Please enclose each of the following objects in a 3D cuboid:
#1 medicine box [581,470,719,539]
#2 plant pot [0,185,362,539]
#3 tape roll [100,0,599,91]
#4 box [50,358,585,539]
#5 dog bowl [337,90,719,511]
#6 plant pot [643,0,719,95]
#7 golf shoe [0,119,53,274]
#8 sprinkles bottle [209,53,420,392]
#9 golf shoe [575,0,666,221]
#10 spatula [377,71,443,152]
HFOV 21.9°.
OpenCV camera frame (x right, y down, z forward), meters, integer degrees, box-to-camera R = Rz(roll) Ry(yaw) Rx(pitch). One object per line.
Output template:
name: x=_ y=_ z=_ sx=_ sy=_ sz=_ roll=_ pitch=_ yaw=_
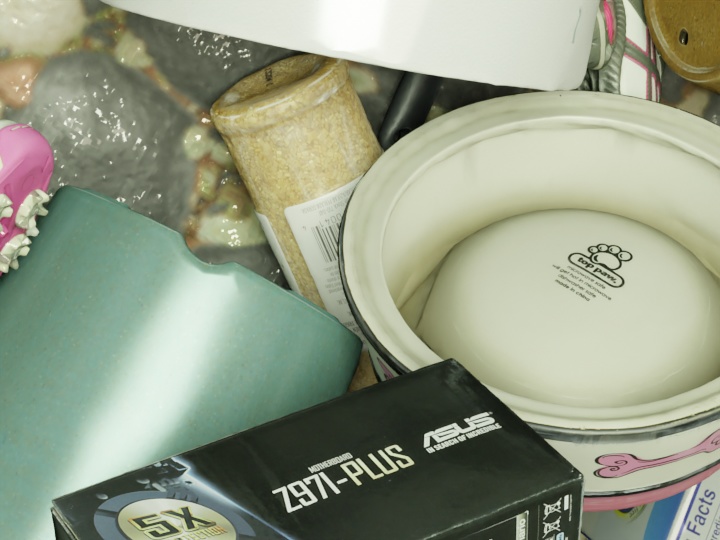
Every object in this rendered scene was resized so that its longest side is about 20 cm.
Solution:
medicine box: x=0.234 y=0.082 z=0.948 sx=0.200 sy=0.103 sz=0.182 roll=17 pitch=97 yaw=-23
plant pot: x=-0.106 y=0.083 z=0.785 sx=0.200 sy=0.200 sz=0.196 roll=31 pitch=84 yaw=-24
tape roll: x=-0.003 y=-0.126 z=0.757 sx=0.202 sy=0.202 sz=0.071 roll=7 pitch=100 yaw=-22
box: x=-0.012 y=0.155 z=0.672 sx=0.164 sy=0.086 sz=0.200 roll=-19 pitch=126 yaw=-24
dog bowl: x=0.090 y=0.015 z=0.779 sx=0.200 sy=0.200 sz=0.074 roll=-17 pitch=137 yaw=-15
plant pot: x=0.236 y=-0.134 z=0.839 sx=0.200 sy=0.186 sz=0.186 roll=-3 pitch=104 yaw=-25
golf shoe: x=-0.204 y=0.007 z=0.723 sx=0.092 sy=0.075 sz=0.200 roll=44 pitch=97 yaw=12
sprinkles bottle: x=0.000 y=0.000 z=0.861 sx=0.068 sy=0.068 sz=0.200 roll=-28 pitch=111 yaw=-12
golf shoe: x=0.121 y=-0.082 z=0.882 sx=0.088 sy=0.077 sz=0.200 roll=-32 pitch=125 yaw=-34
spatula: x=0.058 y=-0.141 z=0.872 sx=0.057 sy=0.021 sz=0.200 roll=24 pitch=96 yaw=-38
